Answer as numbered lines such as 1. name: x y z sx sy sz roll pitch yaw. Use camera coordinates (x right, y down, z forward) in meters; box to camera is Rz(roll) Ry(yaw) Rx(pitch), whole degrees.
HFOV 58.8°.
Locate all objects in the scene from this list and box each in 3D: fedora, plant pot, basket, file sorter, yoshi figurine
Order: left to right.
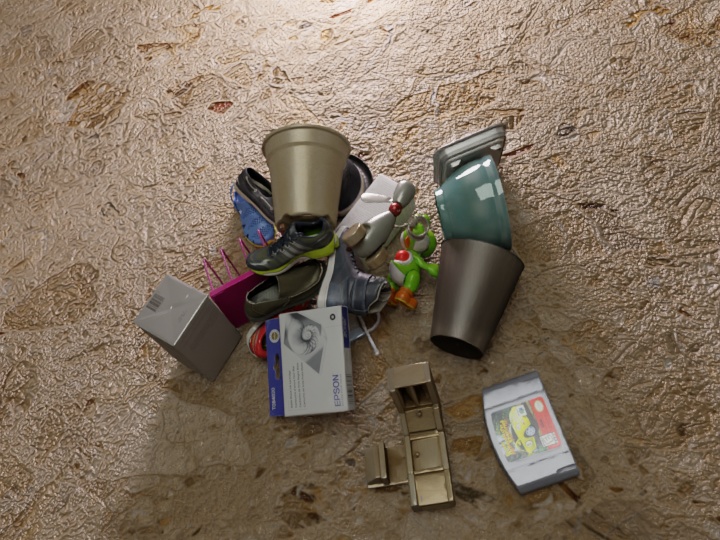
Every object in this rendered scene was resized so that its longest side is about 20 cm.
1. file sorter: -0.233 0.002 1.421 0.196 0.140 0.127 -27 55 -2
2. plant pot: -0.115 -0.177 1.364 0.195 0.201 0.189 -6 71 10
3. fedora: -0.061 -0.221 1.526 0.195 0.092 0.205 -6 60 10
4. yoshi figurine: 0.117 -0.016 1.374 0.110 0.112 0.205 20 78 -2
5. basket: 0.218 0.060 1.281 0.176 0.137 0.204 16 69 14
6. plant pot: 0.228 -0.126 1.339 0.131 0.202 0.205 -13 58 6

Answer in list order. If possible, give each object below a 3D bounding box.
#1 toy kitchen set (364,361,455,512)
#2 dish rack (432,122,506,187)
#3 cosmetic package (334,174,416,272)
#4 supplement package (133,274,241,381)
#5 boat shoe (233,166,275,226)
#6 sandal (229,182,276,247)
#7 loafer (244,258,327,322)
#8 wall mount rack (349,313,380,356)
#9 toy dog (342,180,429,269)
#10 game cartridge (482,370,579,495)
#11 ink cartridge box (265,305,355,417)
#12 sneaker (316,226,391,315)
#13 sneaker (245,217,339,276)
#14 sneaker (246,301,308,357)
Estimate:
1. toy kitchen set: 0.070 0.308 1.146 0.159 0.182 0.204 -11 55 8
2. dish rack: 0.244 -0.240 1.409 0.168 0.200 0.044 -23 76 1
3. cosmetic package: 0.030 -0.108 1.453 0.100 0.072 0.201 31 72 26
4. supplement package: -0.357 0.124 1.343 0.118 0.201 0.123 22 67 23
5. boat shoe: -0.207 -0.166 1.501 0.198 0.063 0.073 37 38 -4
6. sandal: -0.267 -0.142 1.539 0.078 0.088 0.202 -31 60 -7
7. loafer: -0.155 0.036 1.324 0.198 0.070 0.076 -33 63 -11
8. wall mount rack: -0.042 0.142 1.330 0.196 0.075 0.176 -27 59 -1
9. toy dog: 0.034 -0.091 1.290 0.198 0.135 0.095 -32 16 -30
10. game cartridge: 0.303 0.298 1.180 0.130 0.041 0.204 -21 58 6
11. ink cartridge box: -0.111 0.181 1.256 0.195 0.040 0.205 -11 77 24
12. sneaker: 0.000 0.001 1.319 0.142 0.077 0.207 1 61 18
13. sneaker: -0.143 -0.056 1.295 0.196 0.082 0.075 -22 50 -5
14. sneaker: -0.161 0.105 1.367 0.202 0.077 0.084 -55 30 -8
